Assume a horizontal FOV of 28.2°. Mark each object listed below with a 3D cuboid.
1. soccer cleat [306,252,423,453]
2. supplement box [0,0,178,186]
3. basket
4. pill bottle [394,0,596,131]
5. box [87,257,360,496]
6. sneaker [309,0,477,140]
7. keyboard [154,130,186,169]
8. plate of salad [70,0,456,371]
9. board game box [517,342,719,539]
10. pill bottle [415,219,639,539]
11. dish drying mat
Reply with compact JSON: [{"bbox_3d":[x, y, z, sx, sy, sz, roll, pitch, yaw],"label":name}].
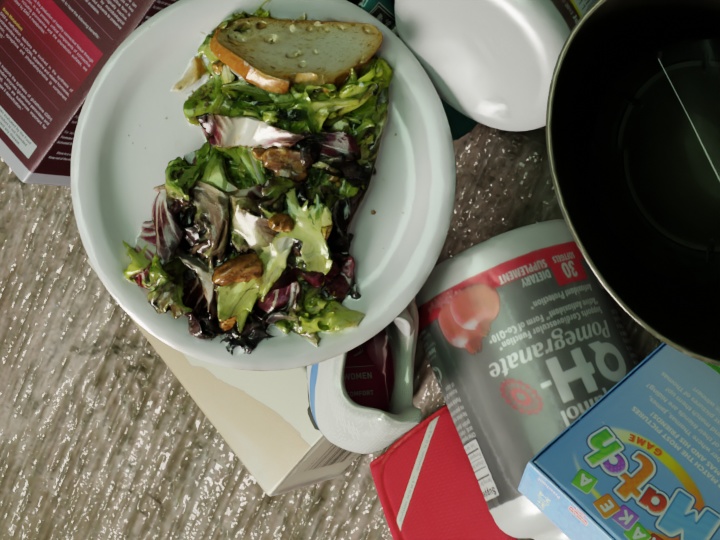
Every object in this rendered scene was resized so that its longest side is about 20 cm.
[{"bbox_3d":[0.000,0.000,0.800,0.086,0.070,0.201,-23,74,61],"label":"soccer cleat"},{"bbox_3d":[-0.192,-0.168,0.990,0.109,0.061,0.200,47,110,19],"label":"supplement box"},{"bbox_3d":[0.173,-0.055,0.714,0.136,0.200,0.181,-27,91,14],"label":"basket"},{"bbox_3d":[0.113,-0.174,0.763,0.109,0.109,0.200,27,59,24],"label":"pill bottle"},{"bbox_3d":[-0.071,0.037,0.909,0.078,0.095,0.200,-48,68,21],"label":"box"},{"bbox_3d":[0.004,-0.137,0.789,0.071,0.080,0.200,-36,118,14],"label":"sneaker"},{"bbox_3d":[-0.096,-0.068,0.853,0.021,0.200,0.127,-32,93,5],"label":"keyboard"},{"bbox_3d":[-0.049,-0.047,0.733,0.199,0.048,0.201,0,94,-4],"label":"plate of salad"},{"bbox_3d":[0.202,0.097,0.729,0.151,0.200,0.037,43,150,20],"label":"board game box"},{"bbox_3d":[0.110,0.082,0.807,0.110,0.111,0.201,-28,78,24],"label":"pill bottle"},{"bbox_3d":[0.060,0.176,0.836,0.077,0.018,0.201,-37,48,19],"label":"dish drying mat"}]
